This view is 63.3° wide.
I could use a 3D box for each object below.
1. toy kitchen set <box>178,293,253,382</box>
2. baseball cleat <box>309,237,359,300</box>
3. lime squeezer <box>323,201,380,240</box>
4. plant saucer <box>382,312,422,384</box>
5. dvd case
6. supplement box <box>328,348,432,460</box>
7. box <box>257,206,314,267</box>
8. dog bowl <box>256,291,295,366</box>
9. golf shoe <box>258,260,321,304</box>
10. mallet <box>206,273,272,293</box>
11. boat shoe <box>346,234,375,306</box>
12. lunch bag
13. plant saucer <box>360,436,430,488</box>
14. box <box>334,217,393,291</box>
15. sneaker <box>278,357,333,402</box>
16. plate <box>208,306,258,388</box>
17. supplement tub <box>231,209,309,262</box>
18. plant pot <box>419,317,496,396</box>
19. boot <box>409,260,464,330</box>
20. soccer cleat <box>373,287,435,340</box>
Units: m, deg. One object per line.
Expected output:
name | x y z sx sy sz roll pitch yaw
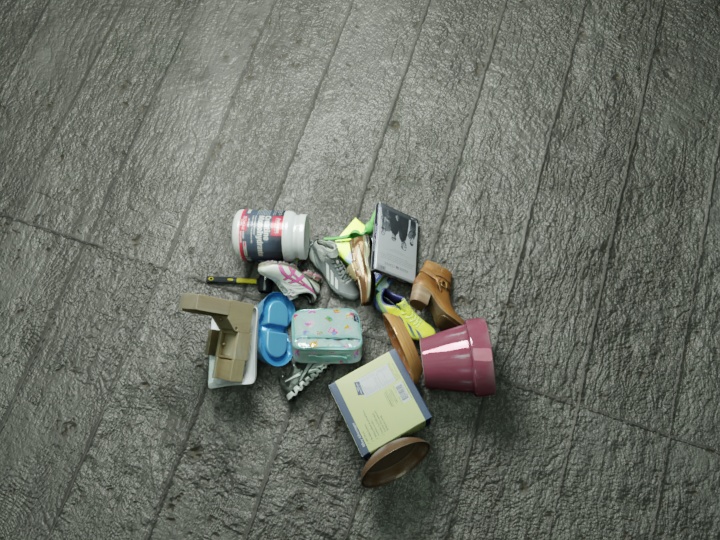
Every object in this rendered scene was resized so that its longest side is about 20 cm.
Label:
toy kitchen set | -0.404 0.172 1.511 0.162 0.179 0.203 0 79 42
baseball cleat | -0.070 -0.006 1.642 0.200 0.107 0.070 43 51 11
lime squeezer | -0.007 -0.122 1.663 0.199 0.038 0.071 -34 74 -6
plant saucer | 0.114 0.200 1.531 0.037 0.200 0.202 -23 75 -6
dvd case | 0.098 -0.074 1.637 0.149 0.025 0.203 20 65 -33
supplement box | 0.051 0.349 1.515 0.198 0.135 0.202 -27 68 -6
box | -0.251 -0.076 1.704 0.199 0.038 0.137 33 78 10
dog bowl | -0.239 0.163 1.605 0.110 0.049 0.203 14 68 -41
golf shoe | -0.194 0.032 1.610 0.198 0.072 0.094 20 69 -32
mallet | -0.345 0.019 1.683 0.197 0.041 0.067 10 76 8
boat shoe | 0.000 0.000 1.615 0.073 0.076 0.203 -5 68 9
lunch bag | -0.087 0.177 1.565 0.197 0.078 0.161 0 37 -7
plant saucer | 0.082 0.474 1.466 0.198 0.201 0.037 -28 55 -6
box | 0.022 -0.042 1.682 0.199 0.048 0.122 39 79 12
sneaker | -0.143 0.260 1.590 0.199 0.067 0.091 -41 80 -7
plate | -0.339 0.213 1.585 0.198 0.032 0.203 -14 70 37
supplement tub | -0.246 -0.096 1.616 0.197 0.141 0.143 2 74 3
plant pot | 0.249 0.232 1.525 0.176 0.200 0.203 -7 74 6
boot | 0.235 0.073 1.634 0.199 0.074 0.156 37 51 -14
soccer cleat | 0.124 0.122 1.608 0.199 0.084 0.065 34 44 12
